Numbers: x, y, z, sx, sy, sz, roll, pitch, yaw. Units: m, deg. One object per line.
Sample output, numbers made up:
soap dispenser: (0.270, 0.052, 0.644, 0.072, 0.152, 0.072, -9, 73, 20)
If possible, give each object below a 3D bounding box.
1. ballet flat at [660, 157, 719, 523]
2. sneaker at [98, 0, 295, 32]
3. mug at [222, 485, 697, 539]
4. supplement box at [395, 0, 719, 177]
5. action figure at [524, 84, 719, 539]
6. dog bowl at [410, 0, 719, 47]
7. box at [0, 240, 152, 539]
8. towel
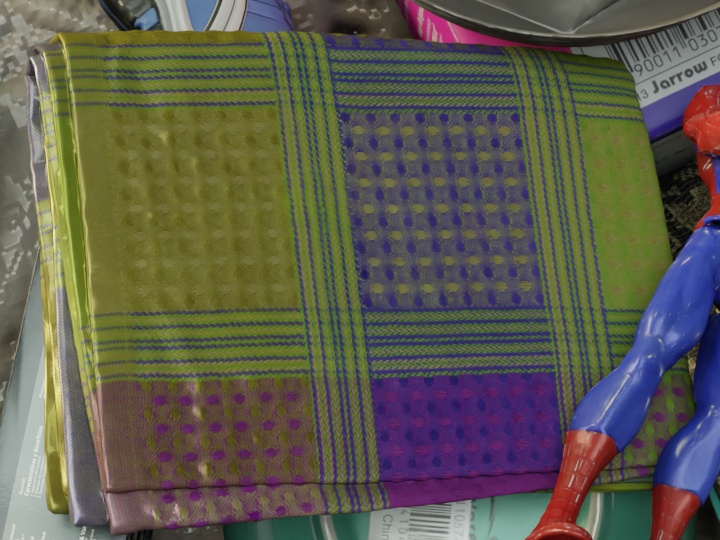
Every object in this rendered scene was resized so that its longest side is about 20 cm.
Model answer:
ballet flat: (0.133, 0.025, 0.827, 0.068, 0.200, 0.075, 27, 119, -29)
sneaker: (-0.060, -0.117, 0.902, 0.077, 0.076, 0.200, -37, 86, -6)
mug: (0.042, 0.088, 0.844, 0.152, 0.114, 0.185, -41, 82, -5)
supplement box: (0.056, -0.125, 0.888, 0.101, 0.103, 0.200, -25, 82, -4)
action figure: (0.119, 0.000, 0.754, 0.065, 0.099, 0.200, 34, 58, -18)
dog bowl: (0.065, -0.160, 0.814, 0.200, 0.059, 0.200, 0, 79, 0)
box: (-0.088, 0.073, 0.827, 0.046, 0.159, 0.200, 11, 81, -1)
towel: (0.000, 0.000, 0.765, 0.200, 0.023, 0.144, -2, 76, -24)
